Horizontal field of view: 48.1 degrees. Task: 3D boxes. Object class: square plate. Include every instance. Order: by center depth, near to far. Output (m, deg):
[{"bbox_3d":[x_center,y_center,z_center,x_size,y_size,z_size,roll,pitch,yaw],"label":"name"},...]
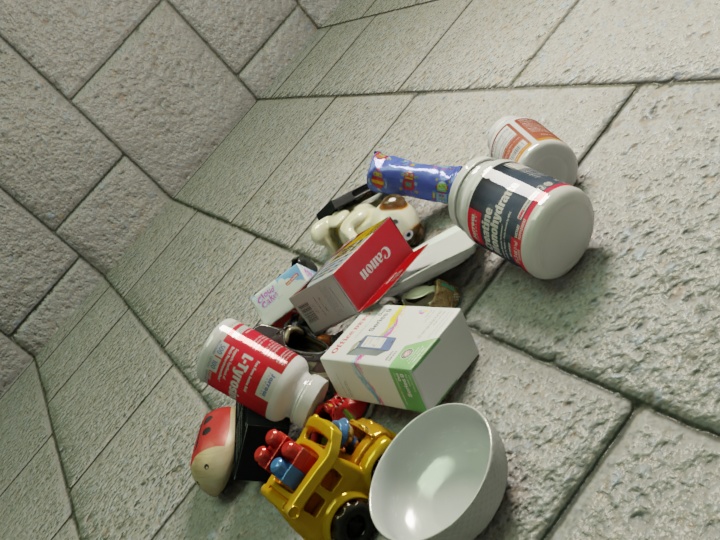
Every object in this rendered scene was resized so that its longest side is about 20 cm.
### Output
[{"bbox_3d":[0.135,-0.026,1.413,0.196,0.029,0.200,-28,11,24],"label":"square plate"}]

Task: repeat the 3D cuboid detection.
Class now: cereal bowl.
[{"bbox_3d":[0.109,0.275,1.030,0.199,0.083,0.202,-35,29,22],"label":"cereal bowl"}]

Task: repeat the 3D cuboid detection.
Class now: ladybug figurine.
[{"bbox_3d":[-0.269,0.327,1.498,0.201,0.071,0.137,-96,30,-64],"label":"ladybug figurine"}]

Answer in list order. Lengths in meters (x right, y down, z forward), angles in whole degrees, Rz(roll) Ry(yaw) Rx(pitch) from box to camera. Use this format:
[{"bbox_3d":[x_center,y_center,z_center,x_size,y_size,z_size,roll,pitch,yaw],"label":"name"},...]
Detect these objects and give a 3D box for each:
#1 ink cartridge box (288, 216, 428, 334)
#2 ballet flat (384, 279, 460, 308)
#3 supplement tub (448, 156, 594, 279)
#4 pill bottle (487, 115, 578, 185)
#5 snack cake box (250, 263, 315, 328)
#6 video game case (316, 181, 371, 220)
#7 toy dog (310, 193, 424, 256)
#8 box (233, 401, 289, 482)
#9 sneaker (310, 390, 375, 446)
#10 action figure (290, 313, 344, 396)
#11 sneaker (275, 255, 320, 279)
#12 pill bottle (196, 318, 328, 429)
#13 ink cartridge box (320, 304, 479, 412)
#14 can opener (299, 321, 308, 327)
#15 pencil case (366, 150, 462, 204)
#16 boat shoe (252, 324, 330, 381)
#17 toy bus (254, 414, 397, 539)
[{"bbox_3d":[0.000,0.000,1.406,0.174,0.084,0.200,-28,13,45],"label":"ink cartridge box"},{"bbox_3d":[0.080,0.067,1.385,0.198,0.065,0.071,-32,33,29],"label":"ballet flat"},{"bbox_3d":[0.241,-0.086,1.228,0.141,0.141,0.199,-48,42,-7],"label":"supplement tub"},{"bbox_3d":[0.289,-0.199,1.396,0.112,0.112,0.201,-40,26,11],"label":"pill bottle"},{"bbox_3d":[-0.127,0.057,1.576,0.114,0.068,0.200,-34,-11,5],"label":"snack cake box"},{"bbox_3d":[0.001,-0.165,1.733,0.178,0.026,0.200,-28,1,-13],"label":"video game case"},{"bbox_3d":[0.035,-0.075,1.608,0.198,0.141,0.193,-10,24,49],"label":"toy dog"},{"bbox_3d":[-0.174,0.243,1.413,0.202,0.077,0.143,-99,19,-51],"label":"box"},{"bbox_3d":[-0.035,0.230,1.300,0.076,0.085,0.202,-12,43,34],"label":"sneaker"},{"bbox_3d":[-0.088,0.189,1.478,0.193,0.103,0.205,5,85,65],"label":"action figure"},{"bbox_3d":[-0.164,0.055,1.749,0.201,0.085,0.074,-54,26,-15],"label":"sneaker"},{"bbox_3d":[-0.155,0.170,1.300,0.113,0.197,0.113,-59,-12,-21],"label":"pill bottle"},{"bbox_3d":[0.058,0.130,1.242,0.198,0.089,0.145,-1,34,47],"label":"ink cartridge box"},{"bbox_3d":[-0.145,0.156,1.623,0.199,0.079,0.063,-41,-13,4],"label":"can opener"},{"bbox_3d":[0.109,-0.180,1.579,0.196,0.080,0.087,13,21,22],"label":"pencil case"},{"bbox_3d":[-0.115,0.125,1.382,0.198,0.066,0.071,24,36,39],"label":"boat shoe"},{"bbox_3d":[-0.050,0.276,1.147,0.201,0.192,0.135,-52,25,-16],"label":"toy bus"}]
